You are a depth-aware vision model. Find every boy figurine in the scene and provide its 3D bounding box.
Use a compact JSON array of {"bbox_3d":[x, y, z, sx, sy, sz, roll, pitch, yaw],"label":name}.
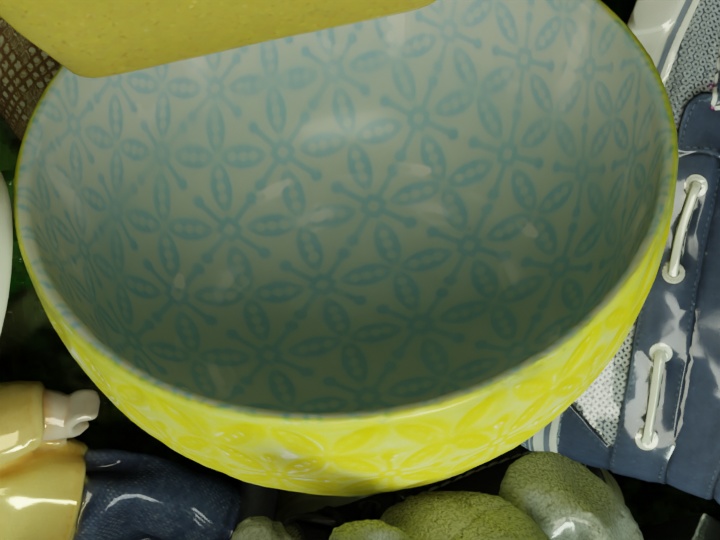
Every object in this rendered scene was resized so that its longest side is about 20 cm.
[{"bbox_3d":[-0.133,0.082,1.044,0.200,0.064,0.124,14,132,-5],"label":"boy figurine"}]

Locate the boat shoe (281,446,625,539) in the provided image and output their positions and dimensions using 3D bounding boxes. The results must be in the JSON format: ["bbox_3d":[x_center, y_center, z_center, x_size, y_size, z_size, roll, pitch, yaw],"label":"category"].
[{"bbox_3d":[-0.006,0.113,0.986,0.200,0.073,0.065,-32,128,3],"label":"boat shoe"}]

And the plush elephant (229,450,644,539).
[{"bbox_3d":[0.010,0.133,0.885,0.200,0.165,0.155,-3,87,34],"label":"plush elephant"}]

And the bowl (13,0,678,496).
[{"bbox_3d":[0.000,0.000,0.915,0.200,0.200,0.108,-7,139,1],"label":"bowl"}]

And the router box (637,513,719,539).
[{"bbox_3d":[0.142,0.164,1.039,0.200,0.062,0.150,32,153,-21],"label":"router box"}]

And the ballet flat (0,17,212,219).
[{"bbox_3d":[-0.045,-0.021,0.997,0.200,0.065,0.071,34,112,-16],"label":"ballet flat"}]

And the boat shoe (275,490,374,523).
[{"bbox_3d":[-0.019,0.175,1.088,0.074,0.069,0.200,1,115,-1],"label":"boat shoe"}]

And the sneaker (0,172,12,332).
[{"bbox_3d":[-0.181,0.041,0.885,0.084,0.075,0.200,23,108,-35],"label":"sneaker"}]

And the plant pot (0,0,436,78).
[{"bbox_3d":[-0.053,-0.174,0.863,0.195,0.194,0.200,-11,121,3],"label":"plant pot"}]

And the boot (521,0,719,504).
[{"bbox_3d":[0.120,-0.025,0.966,0.090,0.073,0.200,19,94,12],"label":"boot"}]
